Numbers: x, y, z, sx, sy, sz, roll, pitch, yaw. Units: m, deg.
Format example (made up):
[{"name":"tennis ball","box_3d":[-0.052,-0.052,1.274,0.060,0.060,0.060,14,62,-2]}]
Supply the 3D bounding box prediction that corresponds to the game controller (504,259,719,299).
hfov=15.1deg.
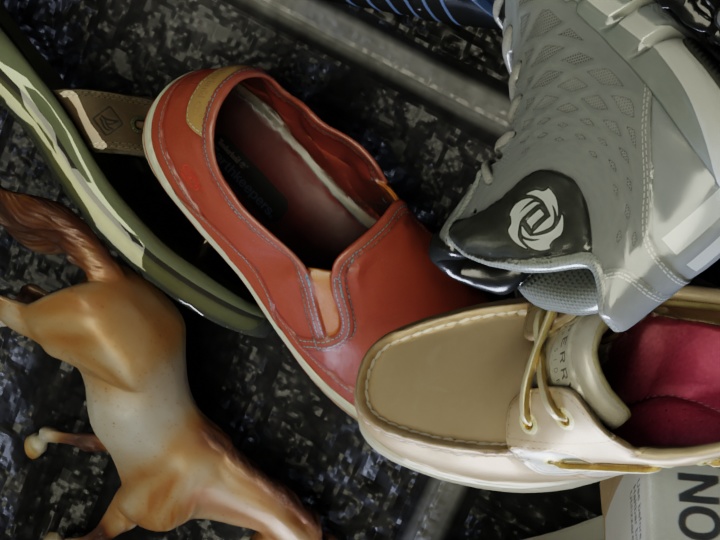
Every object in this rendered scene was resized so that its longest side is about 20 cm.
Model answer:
[{"name":"game controller","box_3d":[0.153,-0.001,1.004,0.200,0.042,0.104,-21,97,26]}]

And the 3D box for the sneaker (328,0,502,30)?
[{"name":"sneaker","box_3d":[0.023,-0.127,1.005,0.200,0.078,0.070,10,96,-5]}]

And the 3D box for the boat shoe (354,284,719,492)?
[{"name":"boat shoe","box_3d":[0.086,0.033,0.910,0.200,0.069,0.074,-2,71,19]}]

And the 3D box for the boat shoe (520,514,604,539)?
[{"name":"boat shoe","box_3d":[0.109,0.139,1.052,0.200,0.072,0.069,-18,131,11]}]

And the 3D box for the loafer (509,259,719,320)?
[{"name":"loafer","box_3d":[0.148,0.010,0.957,0.200,0.072,0.063,7,109,16]}]

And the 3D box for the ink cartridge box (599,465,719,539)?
[{"name":"ink cartridge box","box_3d":[0.171,0.147,0.932,0.164,0.200,0.075,4,148,-5]}]

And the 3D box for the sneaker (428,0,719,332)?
[{"name":"sneaker","box_3d":[0.055,-0.056,0.895,0.115,0.075,0.200,-45,43,12]}]

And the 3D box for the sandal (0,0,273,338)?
[{"name":"sandal","box_3d":[-0.096,-0.054,1.065,0.057,0.080,0.201,-38,96,0]}]

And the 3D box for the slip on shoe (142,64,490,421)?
[{"name":"slip on shoe","box_3d":[0.000,0.000,1.030,0.200,0.074,0.061,47,157,-9]}]

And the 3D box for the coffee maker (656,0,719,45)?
[{"name":"coffee maker","box_3d":[0.148,-0.145,0.873,0.135,0.200,0.192,2,109,20]}]

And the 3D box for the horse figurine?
[{"name":"horse figurine","box_3d":[-0.102,0.047,1.098,0.132,0.050,0.200,-4,119,36]}]
